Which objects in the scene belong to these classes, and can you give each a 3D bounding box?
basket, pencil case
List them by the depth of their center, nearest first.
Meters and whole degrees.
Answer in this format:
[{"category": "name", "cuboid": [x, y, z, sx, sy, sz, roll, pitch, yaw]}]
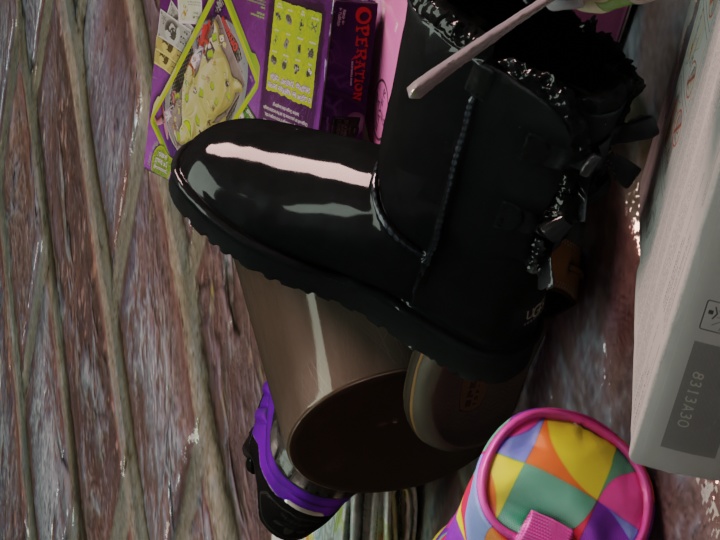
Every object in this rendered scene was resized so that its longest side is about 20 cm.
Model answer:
[{"category": "pencil case", "cuboid": [0.064, 0.141, 1.180, 0.200, 0.088, 0.089, 112, 155, -54]}, {"category": "basket", "cuboid": [0.000, 0.000, 1.361, 0.181, 0.136, 0.200, 91, 168, -53]}]

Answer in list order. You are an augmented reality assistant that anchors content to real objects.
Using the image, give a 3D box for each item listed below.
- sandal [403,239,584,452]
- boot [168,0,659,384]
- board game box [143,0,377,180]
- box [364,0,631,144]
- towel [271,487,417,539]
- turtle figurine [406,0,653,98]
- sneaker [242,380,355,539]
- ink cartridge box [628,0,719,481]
[{"category": "sandal", "cuboid": [0.066, 0.010, 1.213, 0.055, 0.081, 0.201, 50, 137, 45]}, {"category": "boot", "cuboid": [0.019, -0.056, 1.127, 0.073, 0.198, 0.163, -44, -22, -46]}, {"category": "board game box", "cuboid": [-0.053, -0.088, 1.302, 0.200, 0.032, 0.120, 28, 110, 59]}, {"category": "box", "cuboid": [0.055, -0.167, 1.238, 0.200, 0.096, 0.176, -102, 20, -46]}, {"category": "towel", "cuboid": [-0.014, 0.176, 1.550, 0.200, 0.048, 0.172, -151, 68, -74]}, {"category": "turtle figurine", "cuboid": [0.095, -0.170, 0.921, 0.194, 0.199, 0.144, -67, -43, -75]}, {"category": "sneaker", "cuboid": [-0.030, 0.069, 1.467, 0.200, 0.069, 0.100, -83, 18, -52]}, {"category": "ink cartridge box", "cuboid": [0.143, -0.042, 1.018, 0.200, 0.050, 0.161, -76, -1, -56]}]
